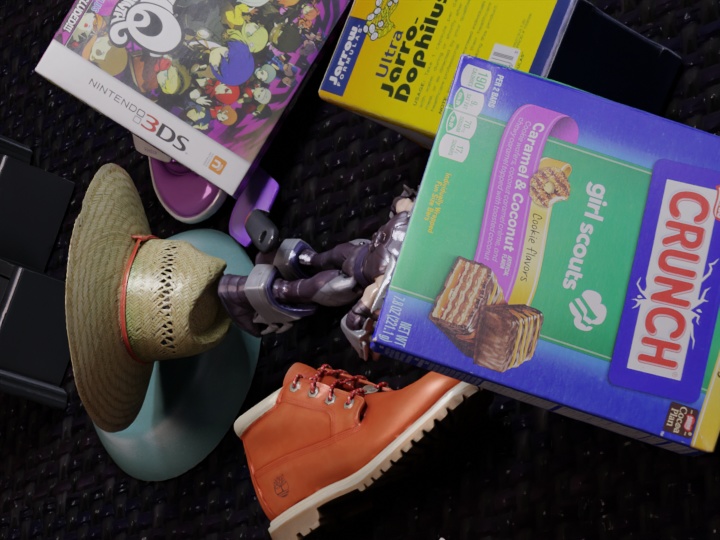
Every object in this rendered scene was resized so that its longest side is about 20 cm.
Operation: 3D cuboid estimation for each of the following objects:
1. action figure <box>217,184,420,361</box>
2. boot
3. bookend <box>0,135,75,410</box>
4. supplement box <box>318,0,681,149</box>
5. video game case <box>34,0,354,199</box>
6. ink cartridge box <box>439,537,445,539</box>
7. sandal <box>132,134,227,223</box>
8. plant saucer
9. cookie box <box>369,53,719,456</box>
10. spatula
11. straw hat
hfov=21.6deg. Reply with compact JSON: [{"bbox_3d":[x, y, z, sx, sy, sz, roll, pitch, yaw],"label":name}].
[{"bbox_3d":[0.000,0.000,1.266,0.199,0.070,0.130,-10,36,45],"label":"action figure"},{"bbox_3d":[-0.004,0.095,1.221,0.199,0.075,0.108,-35,72,32],"label":"boot"},{"bbox_3d":[-0.302,-0.010,1.589,0.199,0.092,0.200,19,88,48],"label":"bookend"},{"bbox_3d":[0.086,-0.125,1.211,0.199,0.108,0.110,24,92,48],"label":"supplement box"},{"bbox_3d":[-0.117,-0.185,1.410,0.180,0.036,0.201,32,91,4],"label":"video game case"},{"bbox_3d":[0.028,0.291,1.151,0.200,0.057,0.163,-44,47,19],"label":"ink cartridge box"},{"bbox_3d":[-0.157,-0.120,1.512,0.082,0.050,0.204,-43,48,27],"label":"sandal"},{"bbox_3d":[-0.154,0.059,1.447,0.199,0.036,0.202,-21,59,40],"label":"plant saucer"},{"bbox_3d":[0.124,-0.007,1.060,0.075,0.198,0.173,95,-167,-86],"label":"cookie box"},{"bbox_3d":[-0.074,-0.036,1.357,0.057,0.020,0.200,-62,10,6],"label":"spatula"},{"bbox_3d":[-0.134,0.021,1.323,0.084,0.201,0.203,-2,69,12],"label":"straw hat"}]
